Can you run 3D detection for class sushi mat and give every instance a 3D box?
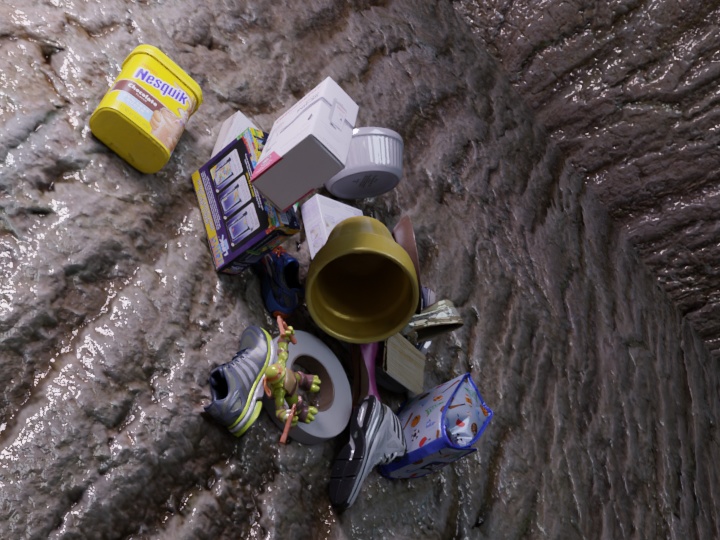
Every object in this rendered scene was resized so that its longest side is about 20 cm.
[{"bbox_3d":[0.087,0.180,1.542,0.200,0.012,0.096,44,48,-57],"label":"sushi mat"}]

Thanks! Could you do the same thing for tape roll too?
[{"bbox_3d":[-0.095,0.201,1.371,0.203,0.037,0.203,35,38,-34],"label":"tape roll"}]

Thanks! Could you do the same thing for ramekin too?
[{"bbox_3d":[0.002,-0.229,1.736,0.202,0.202,0.095,12,64,-49],"label":"ramekin"}]

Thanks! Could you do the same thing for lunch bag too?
[{"bbox_3d":[0.136,0.305,1.478,0.124,0.170,0.200,56,30,-1],"label":"lunch bag"}]

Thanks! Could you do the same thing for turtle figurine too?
[{"bbox_3d":[-0.113,0.185,1.217,0.161,0.064,0.201,57,22,-59],"label":"turtle figurine"}]

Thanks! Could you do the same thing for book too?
[{"bbox_3d":[-0.201,-0.202,1.569,0.200,0.048,0.134,41,39,-29],"label":"book"}]

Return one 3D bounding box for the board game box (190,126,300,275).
[{"bbox_3d":[-0.203,-0.118,1.371,0.057,0.165,0.201,9,56,-51],"label":"board game box"}]

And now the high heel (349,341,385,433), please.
[{"bbox_3d":[-0.008,0.203,1.449,0.096,0.067,0.201,36,50,-26],"label":"high heel"}]

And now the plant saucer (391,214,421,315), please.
[{"bbox_3d":[0.089,-0.009,1.571,0.200,0.036,0.201,174,-90,-88],"label":"plant saucer"}]

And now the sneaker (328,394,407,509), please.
[{"bbox_3d":[0.026,0.327,1.353,0.115,0.076,0.201,37,57,-26],"label":"sneaker"}]

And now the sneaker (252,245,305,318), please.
[{"bbox_3d":[-0.150,-0.016,1.440,0.075,0.078,0.201,-5,68,-56],"label":"sneaker"}]

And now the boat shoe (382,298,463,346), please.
[{"bbox_3d":[0.121,0.123,1.623,0.199,0.073,0.063,-25,61,-19],"label":"boat shoe"}]

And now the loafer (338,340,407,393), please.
[{"bbox_3d":[0.037,0.165,1.552,0.200,0.070,0.070,45,33,-21],"label":"loafer"}]

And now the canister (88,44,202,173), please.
[{"bbox_3d":[-0.367,-0.278,1.360,0.148,0.086,0.200,40,37,-26],"label":"canister"}]

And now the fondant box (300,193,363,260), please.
[{"bbox_3d":[-0.040,-0.047,1.639,0.144,0.058,0.201,16,50,-46],"label":"fondant box"}]

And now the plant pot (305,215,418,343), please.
[{"bbox_3d":[0.000,0.000,1.448,0.201,0.201,0.189,42,21,-24],"label":"plant pot"}]

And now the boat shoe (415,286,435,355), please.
[{"bbox_3d":[0.106,0.103,1.717,0.093,0.075,0.200,29,38,-17],"label":"boat shoe"}]

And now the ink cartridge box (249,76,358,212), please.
[{"bbox_3d":[-0.090,-0.211,1.311,0.083,0.146,0.200,43,32,-24],"label":"ink cartridge box"}]

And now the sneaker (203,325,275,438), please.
[{"bbox_3d":[-0.191,0.160,1.242,0.081,0.074,0.201,36,36,-27],"label":"sneaker"}]
